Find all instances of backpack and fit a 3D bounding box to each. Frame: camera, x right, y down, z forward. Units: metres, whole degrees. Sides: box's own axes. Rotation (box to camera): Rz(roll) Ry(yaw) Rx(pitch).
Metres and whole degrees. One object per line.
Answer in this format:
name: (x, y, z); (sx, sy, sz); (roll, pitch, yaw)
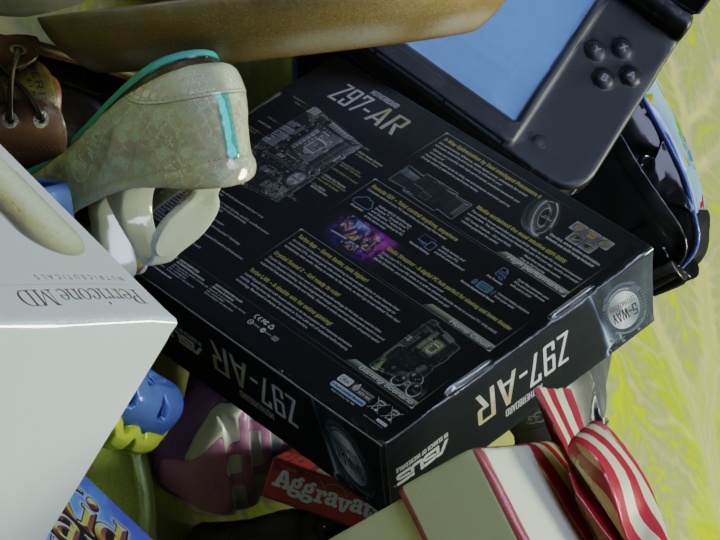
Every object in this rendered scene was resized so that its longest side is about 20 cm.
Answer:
backpack: (0.063, -0.065, 1.390); (0.147, 0.182, 0.201); (-25, 93, -81)

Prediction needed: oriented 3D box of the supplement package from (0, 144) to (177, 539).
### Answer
supplement package: (-0.199, 0.013, 0.898); (0.200, 0.151, 0.152); (43, 23, 25)

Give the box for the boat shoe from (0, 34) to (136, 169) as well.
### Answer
boat shoe: (-0.153, -0.072, 1.167); (0.200, 0.068, 0.072); (-3, 74, -56)

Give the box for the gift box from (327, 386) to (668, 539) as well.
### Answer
gift box: (0.048, 0.158, 1.053); (0.185, 0.186, 0.200); (62, 18, 6)

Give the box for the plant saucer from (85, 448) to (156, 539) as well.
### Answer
plant saucer: (-0.144, 0.084, 1.130); (0.200, 0.031, 0.201); (32, 48, -44)

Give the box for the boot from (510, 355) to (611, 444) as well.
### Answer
boot: (0.119, 0.126, 1.458); (0.201, 0.072, 0.182); (70, 21, -4)

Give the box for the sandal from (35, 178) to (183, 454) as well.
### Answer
sandal: (-0.133, 0.000, 1.070); (0.200, 0.079, 0.087); (42, 72, -39)

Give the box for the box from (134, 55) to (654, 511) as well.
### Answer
box: (0.000, 0.000, 1.199); (0.160, 0.200, 0.044); (-35, 139, -29)

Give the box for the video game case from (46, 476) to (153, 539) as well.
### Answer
video game case: (-0.090, 0.169, 1.043); (0.200, 0.045, 0.182); (47, 20, -30)

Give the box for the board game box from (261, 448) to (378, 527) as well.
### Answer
board game box: (0.021, 0.099, 1.237); (0.200, 0.103, 0.020); (-5, 114, -84)

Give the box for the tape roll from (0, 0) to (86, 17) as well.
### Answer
tape roll: (-0.085, -0.179, 1.208); (0.037, 0.202, 0.203); (58, 34, -22)

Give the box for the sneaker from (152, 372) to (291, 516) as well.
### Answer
sneaker: (-0.051, 0.026, 1.262); (0.081, 0.088, 0.200); (97, 20, -46)

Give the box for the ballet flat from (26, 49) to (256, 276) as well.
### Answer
ballet flat: (-0.101, -0.025, 1.119); (0.067, 0.200, 0.063); (-14, 80, -31)

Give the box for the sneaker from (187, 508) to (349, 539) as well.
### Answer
sneaker: (0.011, 0.159, 1.261); (0.200, 0.090, 0.076); (30, 47, -47)

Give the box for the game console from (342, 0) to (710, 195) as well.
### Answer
game console: (0.070, -0.165, 1.256); (0.200, 0.118, 0.171); (35, 61, -1)

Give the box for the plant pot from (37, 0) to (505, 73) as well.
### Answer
plant pot: (-0.032, -0.102, 1.151); (0.200, 0.199, 0.028); (-17, 102, -58)
